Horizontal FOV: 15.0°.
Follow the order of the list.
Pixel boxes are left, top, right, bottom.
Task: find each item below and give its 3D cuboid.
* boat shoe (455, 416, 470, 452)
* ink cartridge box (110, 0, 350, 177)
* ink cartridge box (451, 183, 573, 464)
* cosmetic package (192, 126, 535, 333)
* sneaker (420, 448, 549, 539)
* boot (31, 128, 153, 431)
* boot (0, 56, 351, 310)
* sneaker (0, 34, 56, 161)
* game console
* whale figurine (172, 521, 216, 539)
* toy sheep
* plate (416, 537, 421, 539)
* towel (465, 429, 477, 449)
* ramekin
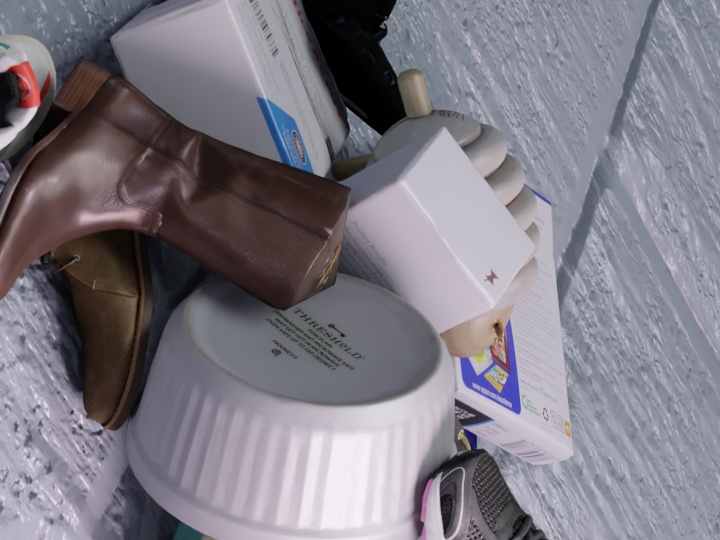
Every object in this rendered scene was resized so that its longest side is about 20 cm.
[{"bbox_3d":[0.040,0.126,1.854,0.072,0.061,0.201,33,-6,1],"label":"boat shoe"},{"bbox_3d":[-0.080,-0.119,1.785,0.200,0.084,0.145,-63,132,-72],"label":"ink cartridge box"},{"bbox_3d":[0.089,0.020,1.957,0.198,0.047,0.201,30,49,-56],"label":"ink cartridge box"},{"bbox_3d":[0.000,0.000,1.723,0.102,0.200,0.071,52,43,-12],"label":"cosmetic package"},{"bbox_3d":[0.109,0.188,1.609,0.200,0.086,0.080,64,34,-21],"label":"sneaker"},{"bbox_3d":[-0.167,-0.002,1.655,0.075,0.074,0.201,6,75,-26],"label":"boot"},{"bbox_3d":[-0.113,-0.013,1.601,0.200,0.064,0.187,29,63,-6],"label":"boot"},{"bbox_3d":[-0.209,-0.095,1.572,0.200,0.093,0.071,-36,108,-61],"label":"sneaker"},{"bbox_3d":[0.014,-0.197,1.904,0.176,0.116,0.200,60,-8,-31],"label":"game console"},{"bbox_3d":[-0.083,0.187,1.675,0.200,0.104,0.159,-41,123,-35],"label":"whale figurine"},{"bbox_3d":[0.051,-0.035,1.801,0.138,0.138,0.200,-53,132,-57],"label":"toy sheep"},{"bbox_3d":[0.070,0.203,1.790,0.032,0.199,0.200,-52,154,-11],"label":"plate"},{"bbox_3d":[0.043,0.031,2.024,0.148,0.049,0.200,53,33,-47],"label":"towel"},{"bbox_3d":[-0.035,0.076,1.623,0.202,0.202,0.094,-52,156,-57],"label":"ramekin"}]
